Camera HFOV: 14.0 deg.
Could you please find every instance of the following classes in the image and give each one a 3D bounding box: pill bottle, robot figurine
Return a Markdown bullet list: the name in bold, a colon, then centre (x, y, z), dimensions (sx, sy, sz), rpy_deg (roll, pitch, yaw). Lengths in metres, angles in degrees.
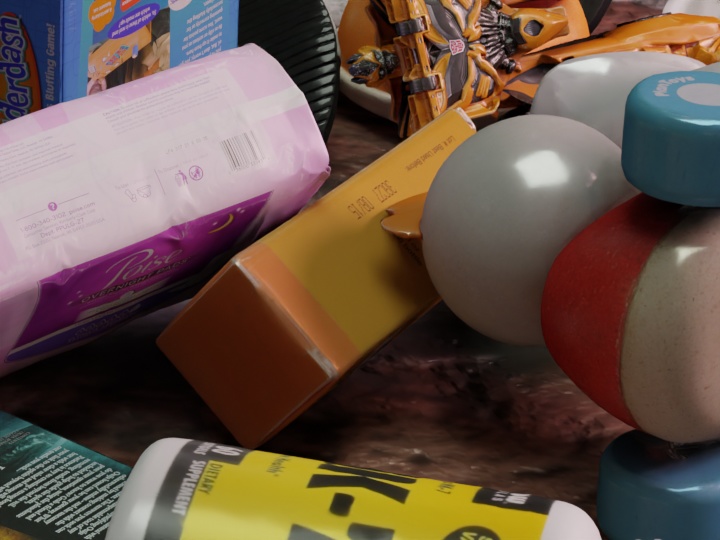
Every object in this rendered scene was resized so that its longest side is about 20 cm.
- **pill bottle**: centre (0.018, 0.125, 0.978), dimensions (0.200, 0.115, 0.114), rpy_deg (9, 27, 9)
- **robot figurine**: centre (0.090, -0.121, 1.430), dimensions (0.200, 0.145, 0.058), rpy_deg (-16, 5, -19)

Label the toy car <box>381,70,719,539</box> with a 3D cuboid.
- **toy car**: centre (0.104, -0.015, 1.193), dimensions (0.200, 0.185, 0.177), rpy_deg (22, 31, 37)

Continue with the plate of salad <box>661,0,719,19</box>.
- **plate of salad**: centre (0.255, -0.107, 1.543), dimensions (0.200, 0.048, 0.200), rpy_deg (7, 30, -4)

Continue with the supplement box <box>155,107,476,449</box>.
- **supplement box**: centre (0.000, 0.000, 1.257), dimensions (0.067, 0.069, 0.200), rpy_deg (49, 39, 4)

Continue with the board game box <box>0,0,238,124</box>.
- **board game box**: centre (-0.110, -0.105, 1.322), dimensions (0.045, 0.200, 0.152), rpy_deg (16, 28, 25)

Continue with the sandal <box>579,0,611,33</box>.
- **sandal**: centre (0.138, -0.219, 1.602), dimensions (0.075, 0.200, 0.045), rpy_deg (22, -6, 24)

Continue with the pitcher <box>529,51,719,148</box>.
- **pitcher**: centre (0.196, -0.048, 1.345), dimensions (0.171, 0.122, 0.200), rpy_deg (-12, 20, -24)

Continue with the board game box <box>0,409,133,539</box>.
- **board game box**: centre (-0.150, 0.117, 1.064), dimensions (0.135, 0.028, 0.200), rpy_deg (21, 31, 30)

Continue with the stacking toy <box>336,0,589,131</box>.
- **stacking toy**: centre (0.059, -0.181, 1.495), dimensions (0.146, 0.200, 0.146), rpy_deg (4, 26, -2)

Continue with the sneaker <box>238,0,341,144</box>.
- **sneaker**: centre (-0.043, -0.114, 1.497), dimensions (0.074, 0.089, 0.200), rpy_deg (-19, 51, 8)

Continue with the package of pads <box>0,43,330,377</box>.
- **package of pads**: centre (-0.121, -0.017, 1.205), dimensions (0.200, 0.121, 0.076), rpy_deg (-22, 76, -31)
